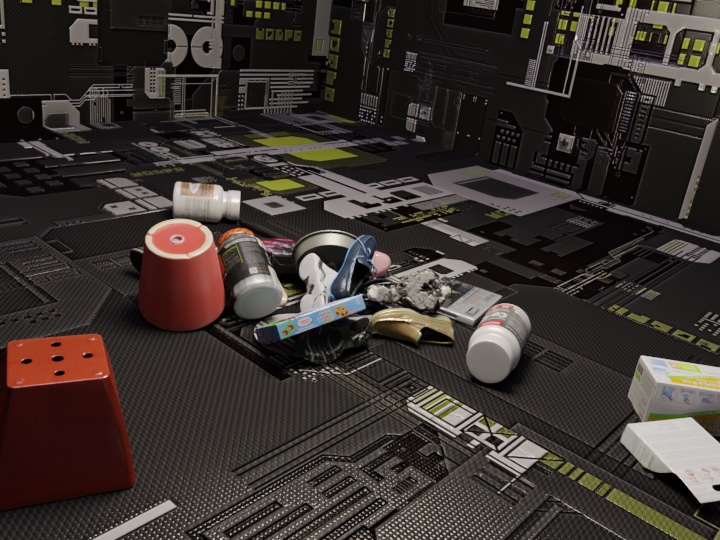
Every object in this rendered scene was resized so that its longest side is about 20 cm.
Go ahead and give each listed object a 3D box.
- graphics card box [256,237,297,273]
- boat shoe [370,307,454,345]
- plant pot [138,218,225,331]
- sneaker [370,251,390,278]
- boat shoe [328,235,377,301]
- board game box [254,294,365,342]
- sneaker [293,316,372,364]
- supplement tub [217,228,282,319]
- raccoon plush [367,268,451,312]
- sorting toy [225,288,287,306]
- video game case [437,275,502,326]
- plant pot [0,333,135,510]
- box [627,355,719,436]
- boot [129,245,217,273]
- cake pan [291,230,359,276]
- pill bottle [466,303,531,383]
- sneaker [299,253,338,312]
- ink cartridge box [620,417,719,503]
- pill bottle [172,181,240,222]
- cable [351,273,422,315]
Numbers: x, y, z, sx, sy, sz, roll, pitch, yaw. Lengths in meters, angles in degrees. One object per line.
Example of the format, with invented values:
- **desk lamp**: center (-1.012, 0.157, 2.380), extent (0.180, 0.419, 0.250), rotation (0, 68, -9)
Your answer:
- **graphics card box**: center (-0.211, -0.041, 1.870), extent (0.124, 0.052, 0.200), rotation (3, 16, -25)
- **boat shoe**: center (0.121, 0.134, 1.582), extent (0.197, 0.072, 0.077), rotation (3, 37, -11)
- **plant pot**: center (-0.392, 0.000, 1.515), extent (0.198, 0.179, 0.202), rotation (5, 38, -4)
- **sneaker**: center (-0.018, -0.016, 1.847), extent (0.197, 0.076, 0.105), rotation (1, -1, 2)
- **boat shoe**: center (0.000, 0.000, 1.644), extent (0.068, 0.084, 0.201), rotation (-4, 50, 40)
- **board game box**: center (-0.108, 0.103, 1.470), extent (0.198, 0.037, 0.151), rotation (-17, 0, -27)
- **sneaker**: center (-0.069, 0.148, 1.496), extent (0.198, 0.079, 0.086), rotation (-11, 10, -42)
- **supplement tub**: center (-0.263, 0.004, 1.612), extent (0.121, 0.123, 0.201), rotation (-4, 46, -27)
- **raccoon plush**: center (0.118, 0.047, 1.651), extent (0.197, 0.098, 0.134), rotation (10, -9, 4)
- **sorting toy**: center (-0.286, 0.030, 1.727), extent (0.183, 0.037, 0.200), rotation (1, 23, -19)
- **video game case**: center (0.252, 0.077, 1.822), extent (0.180, 0.024, 0.199), rotation (20, 26, 26)
- **plant pot**: center (-0.453, 0.207, 1.049), extent (0.197, 0.178, 0.200), rotation (-3, 24, -26)
- **box**: center (0.669, 0.257, 1.417), extent (0.197, 0.103, 0.113), rotation (8, 22, 1)
- **boot**: center (-0.453, -0.029, 1.730), extent (0.198, 0.074, 0.151), rotation (19, 36, 16)
- **cake pan**: center (-0.074, -0.021, 1.742), extent (0.197, 0.201, 0.037), rotation (5, 50, -7)
- **pill bottle**: center (0.300, 0.157, 1.516), extent (0.113, 0.115, 0.200), rotation (16, 23, 18)
- **sneaker**: center (-0.083, 0.060, 1.657), extent (0.114, 0.075, 0.202), rotation (32, 37, -40)
- **ink cartridge box**: center (0.596, 0.350, 1.256), extent (0.158, 0.048, 0.200), rotation (0, 29, -20)
- **pill bottle**: center (-0.470, -0.207, 2.138), extent (0.197, 0.116, 0.115), rotation (4, 22, -11)
- **cable**: center (0.062, 0.070, 1.681), extent (0.199, 0.051, 0.163), rotation (36, 26, 20)
